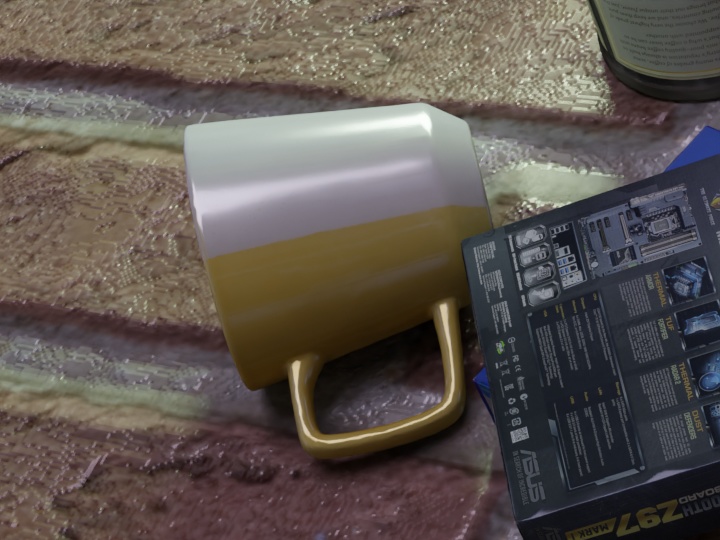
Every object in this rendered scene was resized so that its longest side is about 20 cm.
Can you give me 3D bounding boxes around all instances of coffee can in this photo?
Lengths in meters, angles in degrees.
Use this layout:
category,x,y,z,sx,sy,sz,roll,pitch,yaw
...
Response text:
category,x,y,z,sx,sy,sz,roll,pitch,yaw
coffee can,0.180,-0.217,1.340,0.146,0.200,0.146,-13,45,14

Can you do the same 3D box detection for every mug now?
category,x,y,z,sx,sy,sz,roll,pitch,yaw
mug,-0.001,-0.007,1.303,0.153,0.187,0.149,-14,11,2

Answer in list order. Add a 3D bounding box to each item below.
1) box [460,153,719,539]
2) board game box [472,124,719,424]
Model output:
category,x,y,z,sx,sy,sz,roll,pitch,yaw
box,0.141,0.041,1.156,0.158,0.051,0.200,-19,43,9
board game box,0.175,0.025,1.225,0.134,0.045,0.200,28,65,41
